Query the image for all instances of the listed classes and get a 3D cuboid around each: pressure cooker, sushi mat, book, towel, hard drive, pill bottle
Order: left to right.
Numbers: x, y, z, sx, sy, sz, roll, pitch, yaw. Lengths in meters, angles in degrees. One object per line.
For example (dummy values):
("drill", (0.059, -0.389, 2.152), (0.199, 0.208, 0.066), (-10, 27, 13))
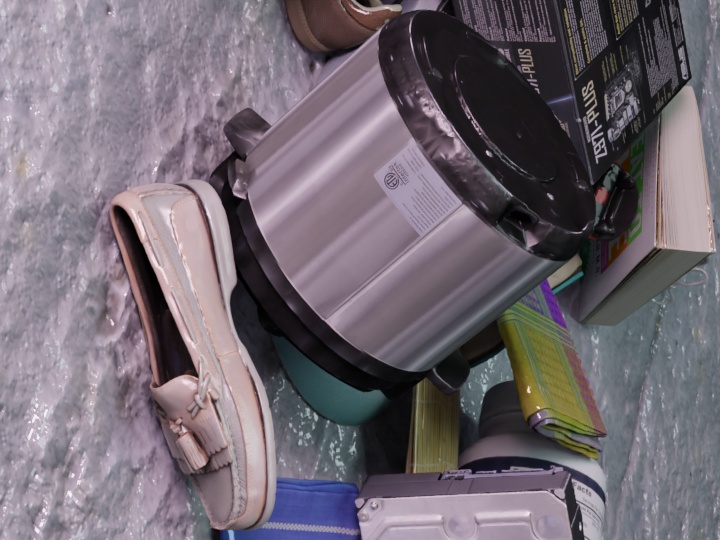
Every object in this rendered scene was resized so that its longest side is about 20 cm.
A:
("towel", (-0.037, 0.226, 1.192), (0.144, 0.024, 0.202), (15, 70, -57))
("pressure cooker", (0.014, -0.032, 1.152), (0.178, 0.200, 0.177), (23, 36, -44))
("sushi mat", (0.053, 0.049, 1.333), (0.096, 0.012, 0.202), (25, 67, -66))
("hard drive", (0.081, 0.223, 1.253), (0.038, 0.138, 0.202), (-54, 137, -63))
("towel", (0.109, 0.027, 1.333), (0.143, 0.023, 0.202), (24, 42, -63))
("pill bottle", (0.113, 0.183, 1.371), (0.111, 0.110, 0.202), (45, 45, -45))
("book", (0.220, -0.048, 1.562), (0.200, 0.047, 0.135), (123, -31, -68))

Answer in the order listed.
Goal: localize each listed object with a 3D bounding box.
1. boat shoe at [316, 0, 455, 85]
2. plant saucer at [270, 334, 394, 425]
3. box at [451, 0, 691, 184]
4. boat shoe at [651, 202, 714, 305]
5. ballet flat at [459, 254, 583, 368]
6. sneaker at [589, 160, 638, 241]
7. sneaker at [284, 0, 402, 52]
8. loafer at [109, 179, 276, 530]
("boat shoe", (0.033, -0.148, 1.360), (0.068, 0.073, 0.200), (57, 30, -16))
("plant saucer", (0.000, 0.000, 1.303), (0.199, 0.036, 0.202), (24, 62, -56))
("box", (0.145, -0.187, 1.368), (0.164, 0.085, 0.202), (-45, 130, -41))
("boat shoe", (0.270, -0.014, 1.738), (0.202, 0.074, 0.087), (-7, 90, -69))
("ballet flat", (0.104, 0.012, 1.458), (0.200, 0.069, 0.070), (-35, 112, -60))
("sneaker", (0.113, -0.088, 1.485), (0.200, 0.098, 0.071), (34, 76, -22))
("sneaker", (-0.020, -0.248, 1.297), (0.070, 0.075, 0.202), (-26, 105, -58))
("loafer", (-0.100, 0.049, 1.104), (0.062, 0.072, 0.202), (-5, 80, -41))
